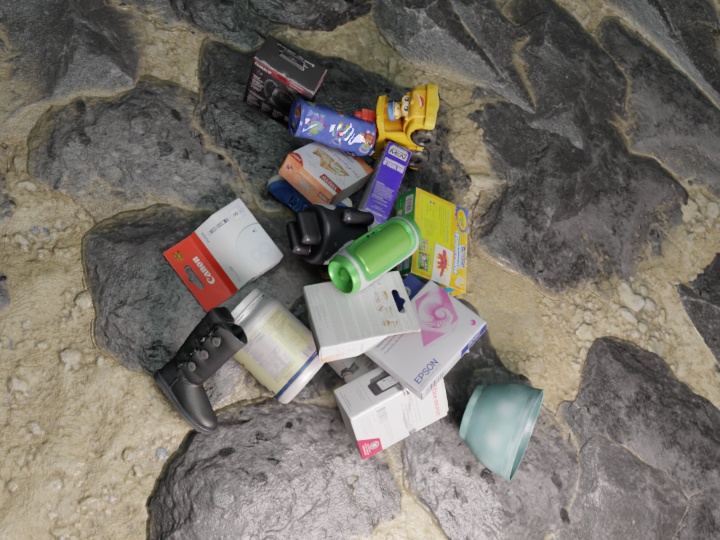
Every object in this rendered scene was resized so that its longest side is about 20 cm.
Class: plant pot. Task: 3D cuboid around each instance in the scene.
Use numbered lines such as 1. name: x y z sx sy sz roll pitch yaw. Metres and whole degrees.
1. plant pot: 0.288 0.319 1.616 0.133 0.201 0.202 21 64 20

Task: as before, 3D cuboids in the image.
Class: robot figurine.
1. robot figurine: -0.052 -0.070 1.583 0.198 0.150 0.127 3 100 -36

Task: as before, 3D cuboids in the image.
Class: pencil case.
1. pencil case: -0.061 -0.307 1.675 0.198 0.088 0.078 13 25 -27

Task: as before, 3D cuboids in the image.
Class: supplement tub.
1. supplement tub: -0.175 0.149 1.538 0.200 0.145 0.145 43 65 1

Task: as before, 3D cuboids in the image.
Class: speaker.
1. speaker: 0.030 -0.034 1.513 0.199 0.088 0.089 -34 84 -34

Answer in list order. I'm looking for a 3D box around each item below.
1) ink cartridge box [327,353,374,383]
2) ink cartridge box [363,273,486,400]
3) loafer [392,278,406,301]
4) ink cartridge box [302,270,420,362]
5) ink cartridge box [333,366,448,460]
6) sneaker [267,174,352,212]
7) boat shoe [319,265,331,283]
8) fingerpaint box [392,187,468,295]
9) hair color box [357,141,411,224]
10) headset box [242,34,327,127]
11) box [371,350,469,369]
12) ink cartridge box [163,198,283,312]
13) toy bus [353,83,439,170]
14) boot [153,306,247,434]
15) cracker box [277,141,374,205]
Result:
1. ink cartridge box: 0.005 0.160 1.624 0.200 0.084 0.145 47 66 2
2. ink cartridge box: 0.107 0.114 1.483 0.199 0.044 0.196 37 68 23
3. loafer: 0.018 0.049 1.578 0.198 0.075 0.071 -18 81 -21
4. ink cartridge box: -0.001 0.085 1.489 0.197 0.051 0.163 -8 48 -13
5. ink cartridge box: 0.063 0.259 1.511 0.198 0.146 0.084 -26 45 -12
6. sneaker: -0.116 -0.132 1.685 0.198 0.077 0.112 21 53 -17
7. boat shoe: 0.000 0.000 1.694 0.198 0.072 0.069 -21 112 -30
8. fingerpaint box: 0.158 -0.059 1.728 0.165 0.073 0.203 18 66 -33
9. hair color box: 0.045 -0.176 1.737 0.064 0.109 0.202 22 67 -9
10. headset box: -0.168 -0.413 1.701 0.148 0.200 0.078 30 65 -5
11. box: 0.114 0.135 1.589 0.197 0.060 0.118 -7 73 -23
12. ink cartridge box: -0.286 -0.035 1.618 0.199 0.047 0.161 -37 86 -27
13. toy bus: 0.079 -0.339 1.762 0.189 0.200 0.138 10 67 -6
14. boot: -0.282 0.192 1.474 0.165 0.066 0.200 46 103 2
15. cracker box: -0.072 -0.217 1.687 0.134 0.058 0.200 41 35 6
